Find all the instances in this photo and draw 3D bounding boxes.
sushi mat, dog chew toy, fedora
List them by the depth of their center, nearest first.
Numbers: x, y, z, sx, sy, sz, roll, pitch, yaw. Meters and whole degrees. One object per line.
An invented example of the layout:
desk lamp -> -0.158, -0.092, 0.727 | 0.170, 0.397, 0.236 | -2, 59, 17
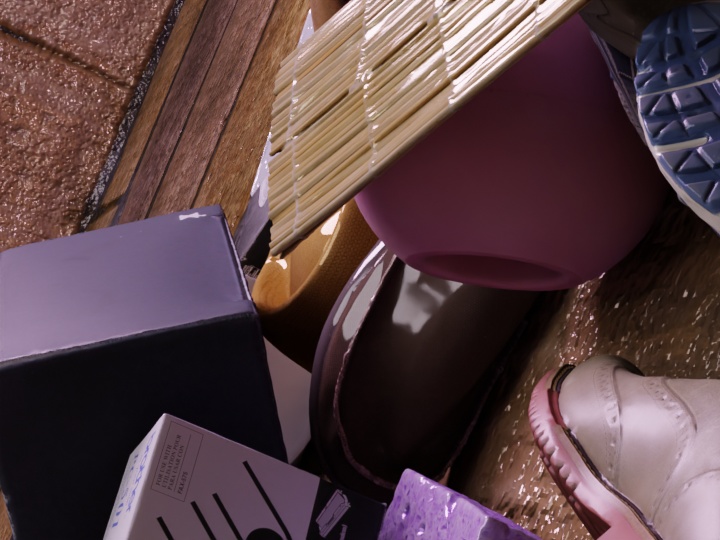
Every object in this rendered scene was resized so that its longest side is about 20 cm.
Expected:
sushi mat -> 0.030, -0.086, 0.601 | 0.200, 0.012, 0.096 | -38, 40, 41
dog chew toy -> 0.062, -0.097, 0.684 | 0.125, 0.124, 0.201 | 158, 122, -71
fedora -> 0.000, 0.000, 0.891 | 0.201, 0.082, 0.201 | -59, 14, 25

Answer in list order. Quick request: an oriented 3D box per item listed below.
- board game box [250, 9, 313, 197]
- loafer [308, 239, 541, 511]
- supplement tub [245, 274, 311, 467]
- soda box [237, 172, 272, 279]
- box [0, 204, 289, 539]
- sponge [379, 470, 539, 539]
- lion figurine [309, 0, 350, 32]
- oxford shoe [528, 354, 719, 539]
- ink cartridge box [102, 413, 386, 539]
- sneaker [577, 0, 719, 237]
board game box -> -0.012, -0.172, 1.357 | 0.200, 0.026, 0.200 | -46, 24, 54
loafer -> 0.038, 0.004, 0.759 | 0.200, 0.073, 0.071 | -69, 14, -8
supplement tub -> -0.112, 0.087, 1.046 | 0.200, 0.145, 0.146 | -40, 29, 61
soda box -> -0.006, -0.063, 1.068 | 0.200, 0.063, 0.071 | -52, 19, 44
box -> -0.090, 0.095, 0.813 | 0.197, 0.117, 0.201 | -120, 20, -74
sponge -> 0.003, 0.177, 0.664 | 0.200, 0.030, 0.112 | -66, 14, -2
lion figurine -> -0.005, -0.126, 0.868 | 0.123, 0.072, 0.200 | -60, -36, -58
oxford shoe -> 0.098, 0.060, 0.497 | 0.075, 0.070, 0.200 | -37, 17, 6
ink cartridge box -> -0.058, 0.158, 0.635 | 0.044, 0.094, 0.200 | -48, 23, 52
sneaker -> 0.120, -0.050, 0.552 | 0.077, 0.085, 0.200 | -25, 37, 7
